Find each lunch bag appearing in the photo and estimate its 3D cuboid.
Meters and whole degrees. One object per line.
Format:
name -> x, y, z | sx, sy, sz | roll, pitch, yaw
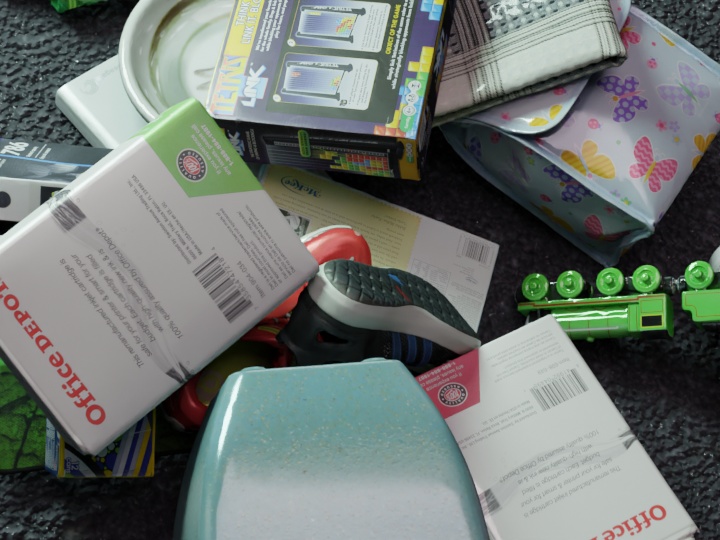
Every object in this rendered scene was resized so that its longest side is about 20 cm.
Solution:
lunch bag -> 0.181, -0.132, 1.398 | 0.200, 0.127, 0.170 | 36, 68, 2

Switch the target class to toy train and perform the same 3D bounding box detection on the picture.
toy train -> 0.216, 0.027, 1.335 | 0.199, 0.042, 0.057 | -5, 74, 22

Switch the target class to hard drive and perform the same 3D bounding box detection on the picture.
hard drive -> -0.134, -0.103, 1.395 | 0.132, 0.026, 0.200 | -35, 72, -27

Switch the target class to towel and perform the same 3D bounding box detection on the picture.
towel -> 0.095, -0.210, 1.377 | 0.200, 0.035, 0.193 | -19, 56, 10

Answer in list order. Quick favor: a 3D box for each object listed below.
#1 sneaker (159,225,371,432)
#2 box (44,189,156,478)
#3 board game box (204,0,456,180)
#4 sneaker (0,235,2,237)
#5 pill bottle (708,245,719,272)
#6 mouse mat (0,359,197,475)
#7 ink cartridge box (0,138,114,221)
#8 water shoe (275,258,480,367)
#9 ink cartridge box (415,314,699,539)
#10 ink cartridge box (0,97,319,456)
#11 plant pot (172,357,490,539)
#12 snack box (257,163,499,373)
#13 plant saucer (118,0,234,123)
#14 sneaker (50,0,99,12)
sneaker -> -0.059, 0.047, 1.242 | 0.200, 0.085, 0.077 | -45, 102, -14
box -> -0.182, 0.043, 1.208 | 0.070, 0.064, 0.201 | 2, 89, -21
board game box -> -0.019, -0.171, 1.324 | 0.165, 0.057, 0.200 | 7, 59, 11
sneaker -> -0.269, -0.001, 1.248 | 0.199, 0.112, 0.071 | 4, 89, -5
pill bottle -> 0.347, 0.068, 1.340 | 0.112, 0.112, 0.200 | -3, 61, -13
mouse mat -> -0.180, 0.059, 1.246 | 0.200, 0.008, 0.161 | -5, 91, -22
ink cartridge box -> -0.227, -0.065, 1.301 | 0.199, 0.039, 0.099 | 4, 21, 1
water shoe -> 0.010, 0.043, 1.239 | 0.079, 0.200, 0.072 | -49, 57, 15
ink cartridge box -> 0.129, 0.155, 1.262 | 0.145, 0.085, 0.200 | -23, 65, -22
ink cartridge box -> -0.152, 0.004, 1.140 | 0.200, 0.084, 0.146 | -39, 102, -16
plant pot -> -0.028, 0.166, 1.130 | 0.196, 0.196, 0.201 | -4, 77, -13
snack box -> 0.000, 0.000, 1.338 | 0.200, 0.037, 0.116 | 21, 62, -7
plant saucer -> -0.093, -0.162, 1.385 | 0.200, 0.050, 0.201 | 1, 59, -2
sneaker -> -0.224, -0.251, 1.448 | 0.200, 0.074, 0.084 | 16, 83, -5
